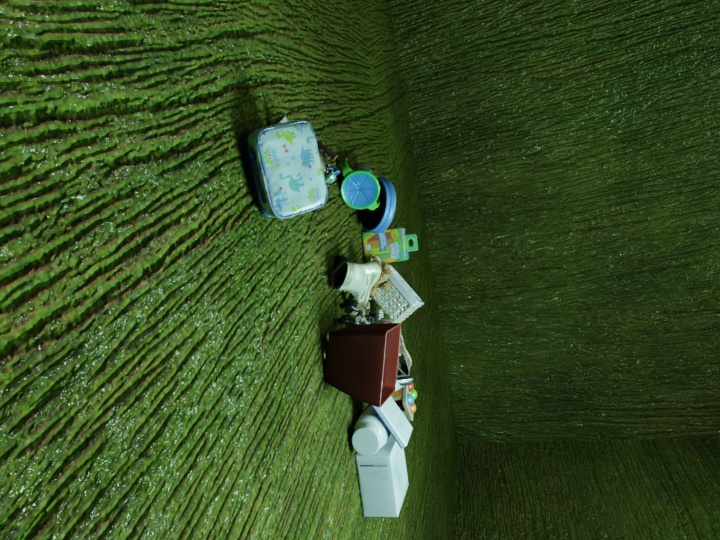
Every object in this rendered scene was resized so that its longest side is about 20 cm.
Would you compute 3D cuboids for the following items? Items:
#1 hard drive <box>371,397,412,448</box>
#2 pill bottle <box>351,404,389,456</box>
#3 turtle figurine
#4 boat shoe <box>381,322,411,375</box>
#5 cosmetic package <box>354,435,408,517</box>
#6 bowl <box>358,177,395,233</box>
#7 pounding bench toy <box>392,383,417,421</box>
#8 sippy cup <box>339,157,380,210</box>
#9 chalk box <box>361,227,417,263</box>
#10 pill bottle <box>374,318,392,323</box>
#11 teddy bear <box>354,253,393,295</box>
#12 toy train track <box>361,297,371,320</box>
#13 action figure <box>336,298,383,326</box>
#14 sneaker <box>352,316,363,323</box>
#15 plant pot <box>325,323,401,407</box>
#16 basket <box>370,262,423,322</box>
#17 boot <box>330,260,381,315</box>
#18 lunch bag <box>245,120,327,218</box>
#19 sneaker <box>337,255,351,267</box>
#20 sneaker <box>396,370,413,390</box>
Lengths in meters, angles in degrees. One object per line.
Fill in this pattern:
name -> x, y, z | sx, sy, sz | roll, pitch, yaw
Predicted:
hard drive -> 0.090, 0.446, 1.701 | 0.202, 0.025, 0.132 | 55, 17, 1
pill bottle -> 0.041, 0.500, 1.705 | 0.200, 0.112, 0.117 | -26, 109, -73
turtle figurine -> -0.166, -0.267, 1.337 | 0.194, 0.198, 0.145 | 46, 65, -30
boat shoe -> 0.115, 0.266, 1.799 | 0.072, 0.071, 0.203 | -83, 148, -65
cosmetic package -> 0.075, 0.655, 1.757 | 0.199, 0.120, 0.205 | -29, 113, -73
bowl -> 0.056, -0.237, 1.957 | 0.039, 0.199, 0.206 | 4, 76, -32
pounding bench toy -> 0.132, 0.484, 1.962 | 0.126, 0.152, 0.202 | -81, 158, -44
sippy cup -> -0.002, -0.300, 1.860 | 0.131, 0.136, 0.181 | -92, 180, -60
chalk box -> 0.118, -0.096, 2.058 | 0.124, 0.195, 0.128 | -11, 94, -74
pill bottle -> 0.086, 0.286, 1.953 | 0.202, 0.111, 0.115 | -79, 156, -47
teddy bear -> 0.043, 0.021, 1.852 | 0.145, 0.199, 0.067 | 41, 54, -16
toy train track -> 0.007, 0.114, 1.883 | 0.200, 0.032, 0.118 | 23, 61, -71
action figure -> 0.014, 0.172, 1.677 | 0.199, 0.101, 0.121 | 38, 63, -43
sneaker -> 0.020, 0.228, 1.801 | 0.077, 0.079, 0.203 | -72, 151, -52
plant pot -> 0.005, 0.249, 1.525 | 0.200, 0.172, 0.205 | -4, 100, -74
basket -> 0.120, 0.087, 1.985 | 0.201, 0.123, 0.135 | 48, 9, 16
boot -> -0.034, 0.055, 1.663 | 0.153, 0.072, 0.202 | -1, 128, -45
lunch bag -> -0.167, -0.225, 1.200 | 0.159, 0.082, 0.204 | -23, 109, -33
sneaker -> 0.000, 0.000, 1.751 | 0.200, 0.113, 0.077 | 53, 34, -62
sneaker -> 0.086, 0.391, 1.827 | 0.074, 0.196, 0.082 | -134, -141, -64
